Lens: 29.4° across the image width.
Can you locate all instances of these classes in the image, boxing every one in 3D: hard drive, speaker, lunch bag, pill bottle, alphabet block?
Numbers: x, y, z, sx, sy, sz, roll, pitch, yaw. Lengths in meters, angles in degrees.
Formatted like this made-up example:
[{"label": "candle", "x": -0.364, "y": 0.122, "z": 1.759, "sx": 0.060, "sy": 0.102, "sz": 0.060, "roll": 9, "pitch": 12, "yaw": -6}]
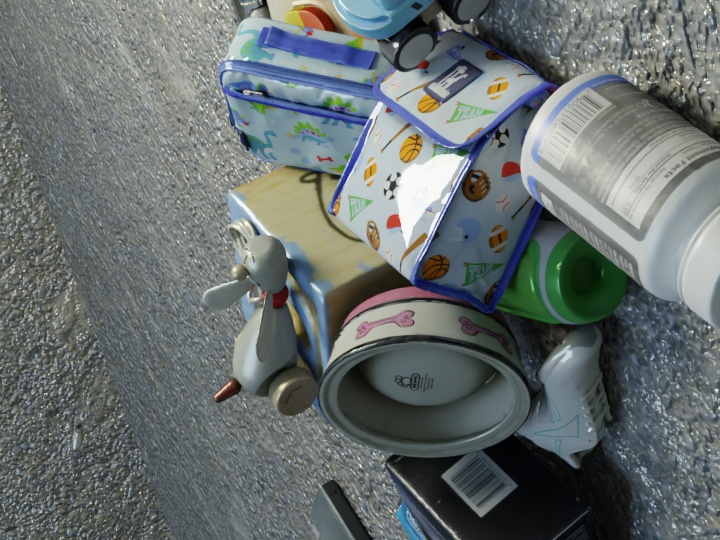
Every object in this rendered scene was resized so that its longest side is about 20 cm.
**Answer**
[{"label": "hard drive", "x": -0.009, "y": 0.438, "z": 2.133, "sx": 0.201, "sy": 0.033, "sz": 0.140, "roll": 56, "pitch": 157, "yaw": 21}, {"label": "speaker", "x": 0.150, "y": -0.004, "z": 1.223, "sx": 0.199, "sy": 0.088, "sz": 0.089, "roll": 13, "pitch": 126, "yaw": 63}, {"label": "lunch bag", "x": 0.078, "y": -0.097, "z": 1.183, "sx": 0.170, "sy": 0.123, "sz": 0.202, "roll": 42, "pitch": 109, "yaw": 51}, {"label": "pill bottle", "x": 0.216, "y": -0.050, "z": 0.983, "sx": 0.200, "sy": 0.113, "sz": 0.115, "roll": 45, "pitch": 151, "yaw": 40}, {"label": "lunch bag", "x": -0.034, "y": -0.162, "z": 1.322, "sx": 0.197, "sy": 0.083, "sz": 0.161, "roll": 14, "pitch": 153, "yaw": 13}, {"label": "alphabet block", "x": 0.000, "y": 0.000, "z": 1.416, "sx": 0.195, "sy": 0.198, "sz": 0.198, "roll": 46, "pitch": 153, "yaw": 35}]

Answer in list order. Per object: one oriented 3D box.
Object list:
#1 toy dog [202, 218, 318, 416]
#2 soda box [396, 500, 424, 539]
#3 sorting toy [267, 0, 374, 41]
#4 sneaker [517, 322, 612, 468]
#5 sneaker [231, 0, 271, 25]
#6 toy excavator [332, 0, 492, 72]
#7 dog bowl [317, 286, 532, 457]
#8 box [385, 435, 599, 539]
[{"label": "toy dog", "x": -0.110, "y": 0.060, "z": 1.332, "sx": 0.132, "sy": 0.096, "sz": 0.202, "roll": 27, "pitch": 138, "yaw": 56}, {"label": "soda box", "x": 0.102, "y": 0.273, "z": 1.653, "sx": 0.064, "sy": 0.067, "sz": 0.201, "roll": 55, "pitch": 157, "yaw": 20}, {"label": "sorting toy", "x": -0.024, "y": -0.265, "z": 1.309, "sx": 0.183, "sy": 0.036, "sz": 0.202, "roll": 1, "pitch": 119, "yaw": 38}, {"label": "sneaker", "x": 0.203, "y": 0.115, "z": 1.272, "sx": 0.080, "sy": 0.070, "sz": 0.201, "roll": 39, "pitch": 154, "yaw": 19}, {"label": "sneaker", "x": -0.114, "y": -0.323, "z": 1.480, "sx": 0.202, "sy": 0.073, "sz": 0.082, "roll": 61, "pitch": 168, "yaw": 9}, {"label": "toy excavator", "x": 0.046, "y": -0.287, "z": 1.112, "sx": 0.100, "sy": 0.194, "sz": 0.200, "roll": 51, "pitch": -177, "yaw": 28}, {"label": "dog bowl", "x": 0.060, "y": 0.093, "z": 1.276, "sx": 0.201, "sy": 0.197, "sz": 0.075, "roll": 97, "pitch": 178, "yaw": -53}, {"label": "box", "x": 0.148, "y": 0.273, "z": 1.402, "sx": 0.200, "sy": 0.123, "sz": 0.199, "roll": 42, "pitch": 165, "yaw": 44}]
